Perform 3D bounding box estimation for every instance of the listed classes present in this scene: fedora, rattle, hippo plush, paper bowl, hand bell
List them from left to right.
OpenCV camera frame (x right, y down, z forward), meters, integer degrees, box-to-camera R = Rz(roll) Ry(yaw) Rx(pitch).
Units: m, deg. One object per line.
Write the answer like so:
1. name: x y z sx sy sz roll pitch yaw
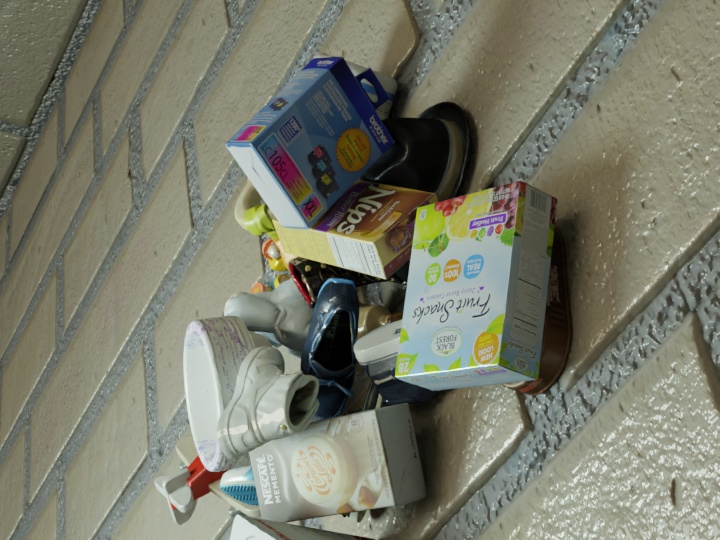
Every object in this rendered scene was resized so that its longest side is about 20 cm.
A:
1. paper bowl: -0.167 0.161 1.779 0.200 0.103 0.204 172 90 -70
2. rattle: -0.093 -0.100 1.829 0.131 0.142 0.201 -51 24 19
3. hippo plush: -0.094 0.024 1.863 0.200 0.157 0.163 147 147 -79
4. hand bell: 0.048 0.065 1.669 0.199 0.103 0.106 -17 61 46
5. fedora: 0.058 -0.140 1.722 0.200 0.090 0.204 -39 43 50

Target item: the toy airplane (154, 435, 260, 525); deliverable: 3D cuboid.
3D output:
1. toy airplane: -0.199 0.300 1.951 0.197 0.142 0.202 -19 38 22

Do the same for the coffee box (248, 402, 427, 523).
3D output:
1. coffee box: -0.031 0.235 1.599 0.198 0.079 0.116 -16 83 33

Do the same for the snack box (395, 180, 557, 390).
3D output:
1. snack box: 0.124 0.020 1.438 0.168 0.067 0.203 -13 64 50

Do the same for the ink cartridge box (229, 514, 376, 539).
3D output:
1. ink cartridge box: -0.044 0.353 1.545 0.145 0.197 0.084 9 84 64

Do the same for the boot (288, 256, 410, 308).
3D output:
1. boot: 0.000 0.000 1.690 0.200 0.149 0.074 43 153 61

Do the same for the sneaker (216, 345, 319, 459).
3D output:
1. sneaker: -0.094 0.147 1.610 0.114 0.074 0.201 -20 24 20

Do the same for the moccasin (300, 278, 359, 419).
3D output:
1. moccasin: -0.041 0.107 1.645 0.069 0.079 0.203 -98 9 -57

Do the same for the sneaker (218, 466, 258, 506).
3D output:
1. sneaker: -0.104 0.264 1.809 0.198 0.077 0.082 -19 51 24

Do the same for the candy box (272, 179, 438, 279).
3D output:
1. candy box: -0.003 -0.058 1.661 0.198 0.116 0.057 15 134 46

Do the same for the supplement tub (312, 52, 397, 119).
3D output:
1. supplement tub: -0.035 -0.195 1.895 0.132 0.130 0.203 33 106 62

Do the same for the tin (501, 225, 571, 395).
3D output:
1. tin: 0.180 0.036 1.455 0.112 0.041 0.203 135 141 -52

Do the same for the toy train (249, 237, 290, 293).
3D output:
1. toy train: -0.117 -0.009 2.042 0.150 0.055 0.203 6 82 64

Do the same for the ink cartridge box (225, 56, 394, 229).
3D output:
1. ink cartridge box: -0.050 -0.168 1.642 0.200 0.137 0.076 -47 29 -22

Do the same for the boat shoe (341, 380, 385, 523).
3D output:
1. boat shoe: -0.005 0.210 1.672 0.074 0.065 0.203 -10 -67 -73

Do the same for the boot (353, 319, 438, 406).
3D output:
1. boot: 0.092 0.097 1.573 0.198 0.091 0.073 -18 21 34
